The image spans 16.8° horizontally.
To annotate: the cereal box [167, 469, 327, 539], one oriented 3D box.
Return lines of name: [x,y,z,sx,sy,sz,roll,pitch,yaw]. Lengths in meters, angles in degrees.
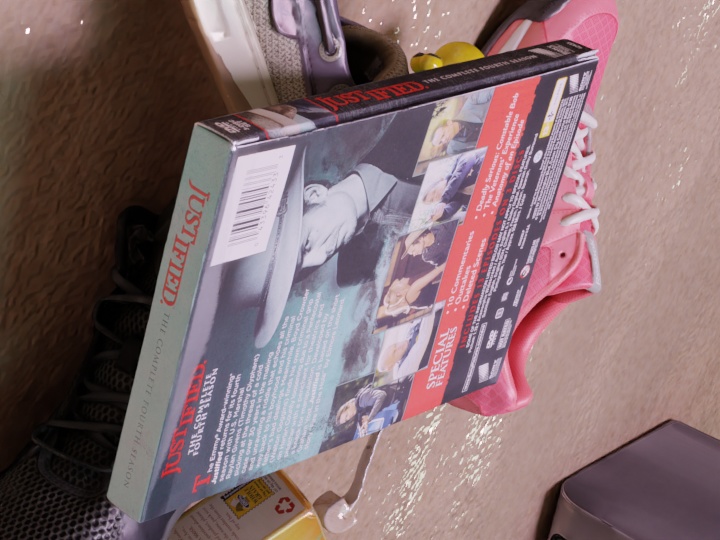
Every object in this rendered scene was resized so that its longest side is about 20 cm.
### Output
cereal box: [-0.093,0.175,0.950,0.199,0.040,0.144,-33,143,-14]

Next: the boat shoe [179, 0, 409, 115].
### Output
boat shoe: [-0.013,-0.061,0.862,0.064,0.072,0.201,-24,129,3]

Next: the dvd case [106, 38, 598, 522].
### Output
dvd case: [0.001,-0.001,0.856,0.199,0.022,0.147,-19,133,-48]

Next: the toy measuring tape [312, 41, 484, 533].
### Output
toy measuring tape: [0.000,0.000,0.969,0.073,0.073,0.201,26,84,-62]

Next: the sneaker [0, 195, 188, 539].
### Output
sneaker: [-0.084,0.043,0.873,0.199,0.076,0.115,-42,144,-39]

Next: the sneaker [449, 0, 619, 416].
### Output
sneaker: [0.079,-0.028,1.068,0.074,0.086,0.201,15,101,-62]

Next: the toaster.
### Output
toaster: [0.177,0.197,1.393,0.200,0.118,0.182,-22,133,-50]
